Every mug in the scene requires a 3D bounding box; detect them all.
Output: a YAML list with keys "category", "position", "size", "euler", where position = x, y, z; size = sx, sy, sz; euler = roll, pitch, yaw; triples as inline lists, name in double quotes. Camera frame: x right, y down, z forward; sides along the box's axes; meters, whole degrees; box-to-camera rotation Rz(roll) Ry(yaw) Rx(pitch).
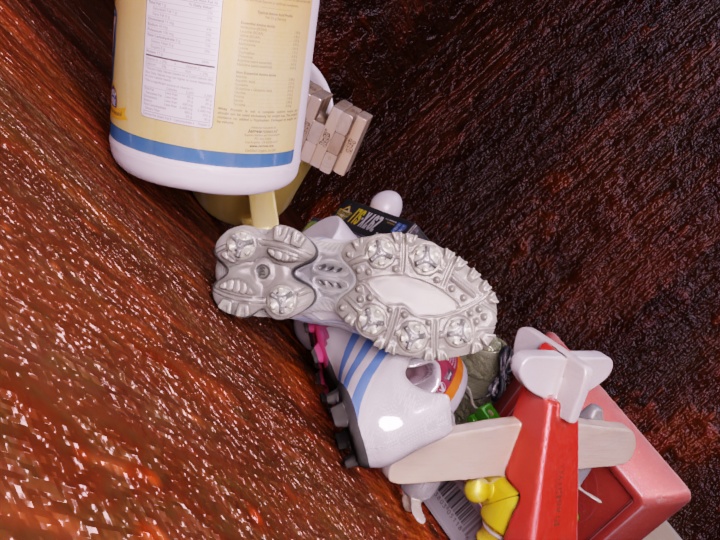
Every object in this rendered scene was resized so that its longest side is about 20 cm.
- category: "mug"
  position: [-0.119, -0.107, 0.760]
  size: [0.147, 0.189, 0.154]
  euler: [25, -29, -2]

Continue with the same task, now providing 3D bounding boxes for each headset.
- category: "headset"
  position: [0.080, 0.112, 0.921]
  size: [0.196, 0.096, 0.123]
  euler: [13, -15, 27]

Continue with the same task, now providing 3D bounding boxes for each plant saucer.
- category: "plant saucer"
  position: [0.204, 0.201, 0.792]
  size: [0.201, 0.036, 0.202]
  euler: [52, -38, 26]

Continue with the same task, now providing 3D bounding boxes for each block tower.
- category: "block tower"
  position: [-0.089, -0.153, 0.660]
  size: [0.197, 0.059, 0.054]
  euler: [27, 20, 0]

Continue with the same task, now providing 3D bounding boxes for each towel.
- category: "towel"
  position: [0.105, 0.133, 1.006]
  size: [0.197, 0.036, 0.152]
  euler: [14, -60, 38]

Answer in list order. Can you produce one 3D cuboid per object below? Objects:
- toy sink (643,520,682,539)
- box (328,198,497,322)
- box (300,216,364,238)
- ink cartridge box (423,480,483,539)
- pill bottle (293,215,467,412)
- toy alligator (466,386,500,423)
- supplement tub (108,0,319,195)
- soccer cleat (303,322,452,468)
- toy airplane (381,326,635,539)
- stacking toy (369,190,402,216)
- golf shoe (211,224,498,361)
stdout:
- category: "toy sink"
  position: [0.286, 0.382, 0.892]
  size: [0.131, 0.200, 0.112]
  euler: [50, 30, 9]
- category: "box"
  position: [0.053, -0.001, 0.906]
  size: [0.160, 0.049, 0.199]
  euler: [49, -9, -26]
- category: "box"
  position: [0.000, 0.000, 0.863]
  size: [0.110, 0.035, 0.200]
  euler: [46, -7, -21]
- category: "ink cartridge box"
  position: [0.148, 0.247, 0.732]
  size: [0.163, 0.050, 0.199]
  euler: [51, 18, 25]
- category: "pill bottle"
  position: [0.006, 0.056, 0.721]
  size: [0.201, 0.109, 0.110]
  euler: [51, 0, -20]
- category: "toy alligator"
  position: [0.141, 0.183, 0.786]
  size: [0.201, 0.058, 0.055]
  euler: [50, -43, 28]
- category: "supplement tub"
  position: [-0.103, -0.170, 0.551]
  size: [0.141, 0.205, 0.145]
  euler: [8, 19, -3]
- category: "soccer cleat"
  position: [0.010, 0.075, 0.569]
  size: [0.200, 0.084, 0.071]
  euler: [-120, -163, -65]
- category: "toy airplane"
  position: [0.122, 0.144, 0.602]
  size: [0.201, 0.199, 0.140]
  euler: [53, -25, -20]
- category: "stacking toy"
  position: [-0.012, -0.043, 1.166]
  size: [0.147, 0.199, 0.146]
  euler: [49, 1, -1]
- category: "golf shoe"
  position: [-0.002, 0.010, 0.542]
  size: [0.195, 0.080, 0.097]
  euler: [14, -2, 3]
